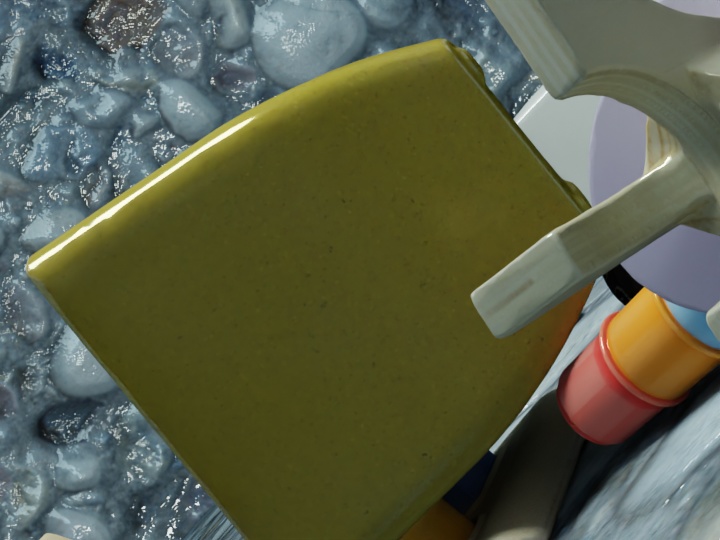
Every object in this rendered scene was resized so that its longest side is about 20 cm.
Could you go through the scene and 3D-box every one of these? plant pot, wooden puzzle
[{"bbox_3d":[0.000,0.000,0.986,0.200,0.194,0.196,-39,3,7],"label":"plant pot"},{"bbox_3d":[0.018,0.142,1.022,0.200,0.046,0.185,-47,2,23],"label":"wooden puzzle"}]

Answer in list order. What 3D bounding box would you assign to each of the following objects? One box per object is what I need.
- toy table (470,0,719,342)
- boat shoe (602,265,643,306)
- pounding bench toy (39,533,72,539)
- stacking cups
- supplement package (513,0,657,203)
[{"bbox_3d":[0.127,-0.040,0.744,0.117,0.184,0.200,-26,-22,-44],"label":"toy table"},{"bbox_3d":[0.147,-0.008,1.027,0.201,0.071,0.061,-88,-5,-70],"label":"boat shoe"},{"bbox_3d":[-0.132,0.247,0.992,0.156,0.124,0.201,-52,-19,-73],"label":"pounding bench toy"},{"bbox_3d":[0.146,0.005,0.862,0.200,0.060,0.061,-50,0,38],"label":"stacking cups"},{"bbox_3d":[0.193,-0.117,1.271,0.200,0.117,0.117,-47,3,6],"label":"supplement package"}]
